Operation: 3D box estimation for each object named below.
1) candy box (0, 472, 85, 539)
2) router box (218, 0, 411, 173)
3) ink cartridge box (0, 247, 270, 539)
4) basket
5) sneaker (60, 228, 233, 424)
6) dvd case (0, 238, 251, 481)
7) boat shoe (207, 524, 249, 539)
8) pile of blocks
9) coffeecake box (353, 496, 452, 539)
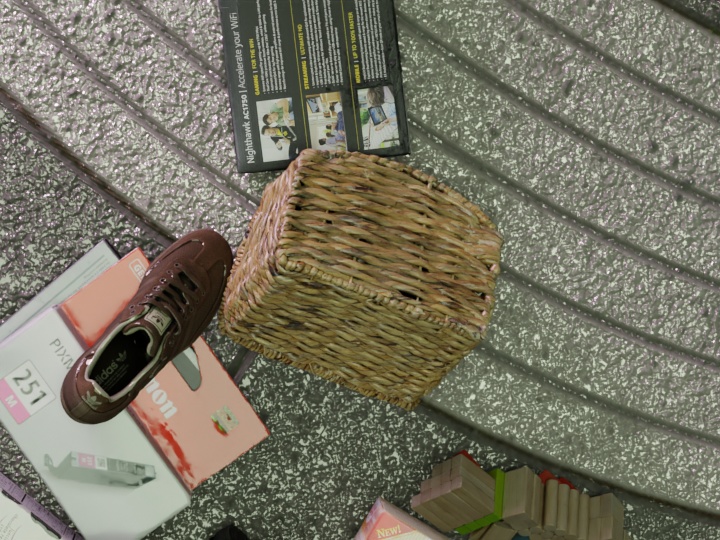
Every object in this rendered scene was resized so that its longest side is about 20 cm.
[{"bbox_3d":[-0.330,0.237,1.681,0.200,0.061,0.137,40,91,-5],"label":"candy box"},{"bbox_3d":[-0.041,-0.188,1.673,0.148,0.051,0.202,-6,94,-1],"label":"router box"},{"bbox_3d":[-0.199,0.112,1.666,0.173,0.044,0.201,-35,95,1],"label":"ink cartridge box"},{"bbox_3d":[0.000,0.000,1.668,0.198,0.149,0.144,20,56,-15],"label":"basket"},{"bbox_3d":[-0.162,0.045,1.630,0.070,0.075,0.201,41,69,-11],"label":"sneaker"},{"bbox_3d":[-0.210,0.098,1.697,0.150,0.025,0.200,-39,95,0],"label":"dvd case"},{"bbox_3d":[-0.062,0.272,1.647,0.073,0.201,0.063,27,103,-43],"label":"boat shoe"},{"bbox_3d":[0.140,0.202,1.717,0.198,0.082,0.063,20,50,-14],"label":"pile of blocks"},{"bbox_3d":[0.031,0.320,1.703,0.153,0.073,0.201,30,91,-4],"label":"coffeecake box"}]
